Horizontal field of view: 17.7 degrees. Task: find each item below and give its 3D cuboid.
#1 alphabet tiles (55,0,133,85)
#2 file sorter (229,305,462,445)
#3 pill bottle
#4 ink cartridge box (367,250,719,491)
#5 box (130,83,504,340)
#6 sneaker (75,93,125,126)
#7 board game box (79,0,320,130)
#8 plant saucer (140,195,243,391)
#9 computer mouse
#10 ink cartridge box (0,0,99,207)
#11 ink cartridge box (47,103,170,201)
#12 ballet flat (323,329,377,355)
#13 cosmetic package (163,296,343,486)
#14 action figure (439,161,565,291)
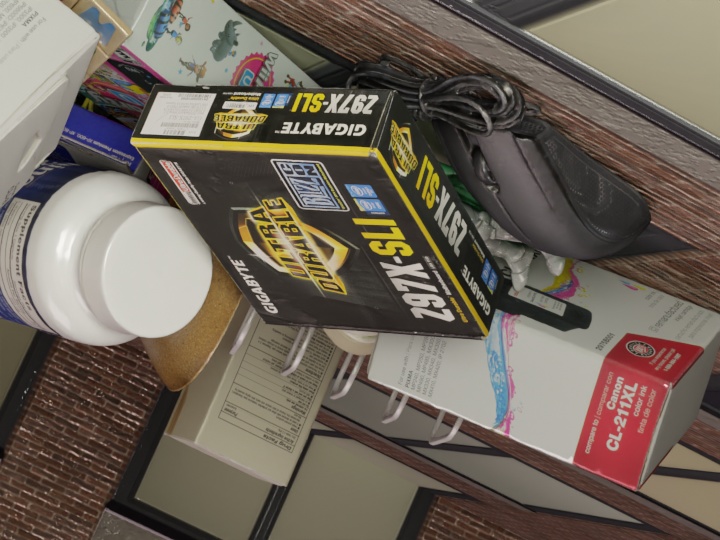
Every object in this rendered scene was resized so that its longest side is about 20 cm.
[{"bbox_3d":[-0.231,-0.179,1.331,0.200,0.008,0.167,45,152,-9],"label":"alphabet tiles"},{"bbox_3d":[0.007,0.047,1.884,0.199,0.125,0.139,25,171,-4],"label":"file sorter"},{"bbox_3d":[-0.184,-0.012,1.495,0.111,0.112,0.199,31,168,-37],"label":"pill bottle"},{"bbox_3d":[0.125,0.052,1.545,0.199,0.083,0.146,22,-155,17],"label":"ink cartridge box"},{"bbox_3d":[-0.021,-0.033,1.365,0.159,0.050,0.200,2,148,26],"label":"box"},{"bbox_3d":[-0.219,-0.138,1.638,0.084,0.075,0.200,14,176,24],"label":"sneaker"},{"bbox_3d":[-0.127,-0.132,1.419,0.147,0.065,0.200,18,170,37],"label":"board game box"},{"bbox_3d":[-0.108,-0.019,1.560,0.035,0.202,0.200,20,172,-17],"label":"plant saucer"},{"bbox_3d":[0.087,-0.053,1.338,0.200,0.053,0.138,32,167,-37],"label":"computer mouse"},{"bbox_3d":[-0.275,-0.117,1.312,0.200,0.145,0.145,38,150,2],"label":"ink cartridge box"},{"bbox_3d":[-0.181,-0.079,1.561,0.094,0.037,0.200,24,173,6],"label":"ink cartridge box"},{"bbox_3d":[0.000,0.000,1.559,0.069,0.070,0.201,19,140,28],"label":"ballet flat"},{"bbox_3d":[-0.079,0.074,2.015,0.105,0.201,0.071,29,169,-27],"label":"cosmetic package"},{"bbox_3d":[0.035,-0.037,1.451,0.199,0.055,0.118,18,155,-27],"label":"action figure"}]
